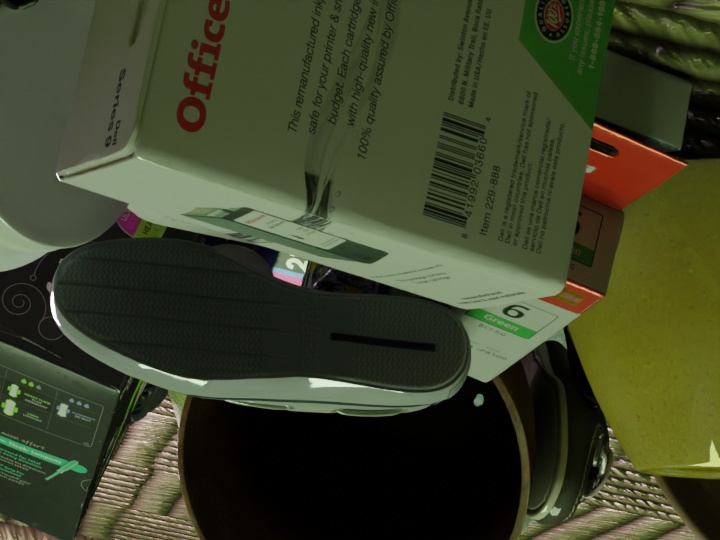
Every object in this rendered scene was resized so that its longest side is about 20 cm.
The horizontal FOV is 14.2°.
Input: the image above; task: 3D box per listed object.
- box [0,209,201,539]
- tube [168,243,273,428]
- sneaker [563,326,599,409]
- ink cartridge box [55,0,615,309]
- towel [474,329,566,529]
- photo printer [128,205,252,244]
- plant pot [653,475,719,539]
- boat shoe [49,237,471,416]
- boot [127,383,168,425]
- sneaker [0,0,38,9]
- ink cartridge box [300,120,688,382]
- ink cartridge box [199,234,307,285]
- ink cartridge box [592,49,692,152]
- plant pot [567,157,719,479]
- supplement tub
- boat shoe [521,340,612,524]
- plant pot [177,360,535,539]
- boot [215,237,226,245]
[{"bbox_3d":[-0.178,0.034,1.644,0.124,0.149,0.200,23,147,0],"label":"box"},{"bbox_3d":[-0.090,0.047,1.683,0.052,0.058,0.200,27,152,0],"label":"tube"},{"bbox_3d":[0.168,0.059,1.572,0.071,0.098,0.201,-12,123,50],"label":"sneaker"},{"bbox_3d":[-0.007,-0.082,1.174,0.200,0.146,0.084,18,166,-26],"label":"ink cartridge box"},{"bbox_3d":[0.053,0.069,1.780,0.200,0.171,0.048,15,-153,-21],"label":"towel"},{"bbox_3d":[-0.036,-0.055,1.476,0.200,0.070,0.166,12,167,-5],"label":"photo printer"},{"bbox_3d":[0.261,0.082,1.685,0.093,0.201,0.201,-32,-163,-37],"label":"plant pot"},{"bbox_3d":[-0.050,0.039,1.367,0.200,0.074,0.067,14,155,-4],"label":"boat shoe"},{"bbox_3d":[-0.233,0.026,1.839,0.200,0.066,0.165,37,-154,29],"label":"boot"},{"bbox_3d":[-0.167,-0.131,1.231,0.200,0.082,0.073,9,165,3],"label":"sneaker"},{"bbox_3d":[0.058,-0.016,1.348,0.109,0.050,0.200,23,154,-14],"label":"ink cartridge box"},{"bbox_3d":[0.000,0.000,1.670,0.200,0.037,0.095,14,131,-8],"label":"ink cartridge box"},{"bbox_3d":[0.045,-0.093,1.321,0.200,0.039,0.099,19,165,-31],"label":"ink cartridge box"},{"bbox_3d":[0.186,0.030,1.425,0.200,0.142,0.200,2,173,0],"label":"plant pot"},{"bbox_3d":[-0.214,-0.071,1.387,0.200,0.145,0.145,0,163,40],"label":"supplement tub"},{"bbox_3d":[0.119,0.090,1.616,0.057,0.067,0.200,20,-163,-8],"label":"boat shoe"},{"bbox_3d":[0.019,0.080,1.571,0.187,0.187,0.200,8,-166,13],"label":"plant pot"},{"bbox_3d":[-0.029,0.033,1.811,0.157,0.080,0.211,-9,139,-6],"label":"boot"}]
